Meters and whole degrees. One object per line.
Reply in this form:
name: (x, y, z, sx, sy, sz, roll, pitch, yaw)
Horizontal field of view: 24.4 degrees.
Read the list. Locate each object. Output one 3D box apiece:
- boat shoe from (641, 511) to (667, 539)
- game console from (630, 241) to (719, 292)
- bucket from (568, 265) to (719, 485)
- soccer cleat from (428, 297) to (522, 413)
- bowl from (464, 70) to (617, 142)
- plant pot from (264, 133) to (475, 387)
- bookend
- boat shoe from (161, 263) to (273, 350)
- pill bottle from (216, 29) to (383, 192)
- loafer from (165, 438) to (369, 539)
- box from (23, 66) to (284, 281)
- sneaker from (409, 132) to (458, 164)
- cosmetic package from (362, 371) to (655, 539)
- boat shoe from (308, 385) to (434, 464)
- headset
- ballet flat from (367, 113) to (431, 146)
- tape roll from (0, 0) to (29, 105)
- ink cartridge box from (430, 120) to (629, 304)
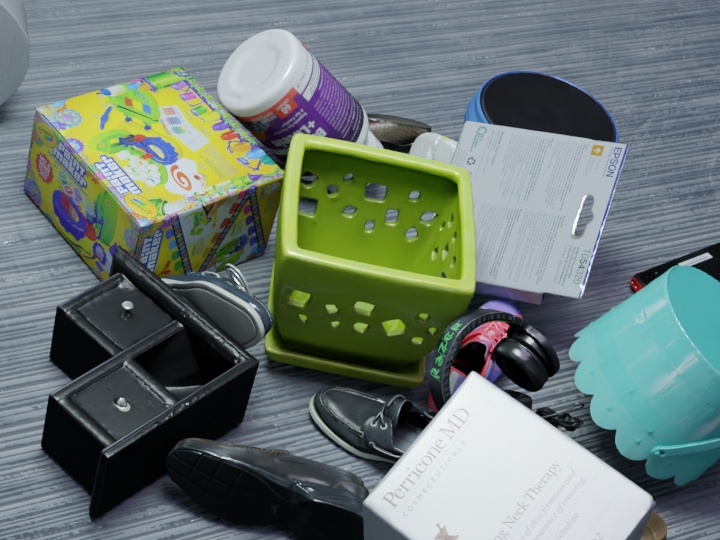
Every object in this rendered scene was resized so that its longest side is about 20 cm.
boat shoe: (0.220, 0.236, 1.642, 0.072, 0.065, 0.200, -23, 38, -31)
game console: (0.440, 0.041, 1.961, 0.200, 0.031, 0.177, -18, 49, -35)
bucket: (0.332, 0.104, 1.720, 0.207, 0.135, 0.207, 32, 34, -24)
soccer cleat: (0.130, 0.082, 1.762, 0.067, 0.077, 0.200, 28, 43, 11)
bowl: (0.232, -0.182, 2.110, 0.200, 0.039, 0.201, 11, 42, -10)
plant pot: (0.000, 0.000, 1.724, 0.199, 0.182, 0.200, 11, 42, -8)
bookend: (-0.240, 0.101, 1.594, 0.200, 0.092, 0.199, 39, 45, 22)
boat shoe: (-0.142, 0.035, 1.663, 0.062, 0.075, 0.200, -25, 15, -32)
pill bottle: (-0.061, -0.171, 1.875, 0.200, 0.111, 0.111, 42, 24, -42)
loafer: (-0.086, 0.200, 1.570, 0.200, 0.073, 0.072, 23, 32, -10)
box: (-0.223, -0.095, 1.788, 0.193, 0.122, 0.200, -21, 56, -36)
sneaker: (0.145, -0.092, 1.974, 0.105, 0.076, 0.200, 11, 26, -50)
cosmetic package: (0.128, 0.236, 1.496, 0.200, 0.166, 0.167, 35, 68, 18)
boat shoe: (0.043, 0.159, 1.655, 0.199, 0.066, 0.075, 32, 44, 14)
headset: (0.146, 0.115, 1.674, 0.200, 0.124, 0.094, 30, -9, -30)
ballet flat: (-0.006, -0.164, 2.005, 0.200, 0.046, 0.067, -1, 12, -29)
tape roll: (-0.462, -0.252, 1.808, 0.200, 0.200, 0.066, 1, 46, -19)
ink cartridge box: (0.181, -0.062, 1.848, 0.200, 0.043, 0.196, 12, 68, 24)
